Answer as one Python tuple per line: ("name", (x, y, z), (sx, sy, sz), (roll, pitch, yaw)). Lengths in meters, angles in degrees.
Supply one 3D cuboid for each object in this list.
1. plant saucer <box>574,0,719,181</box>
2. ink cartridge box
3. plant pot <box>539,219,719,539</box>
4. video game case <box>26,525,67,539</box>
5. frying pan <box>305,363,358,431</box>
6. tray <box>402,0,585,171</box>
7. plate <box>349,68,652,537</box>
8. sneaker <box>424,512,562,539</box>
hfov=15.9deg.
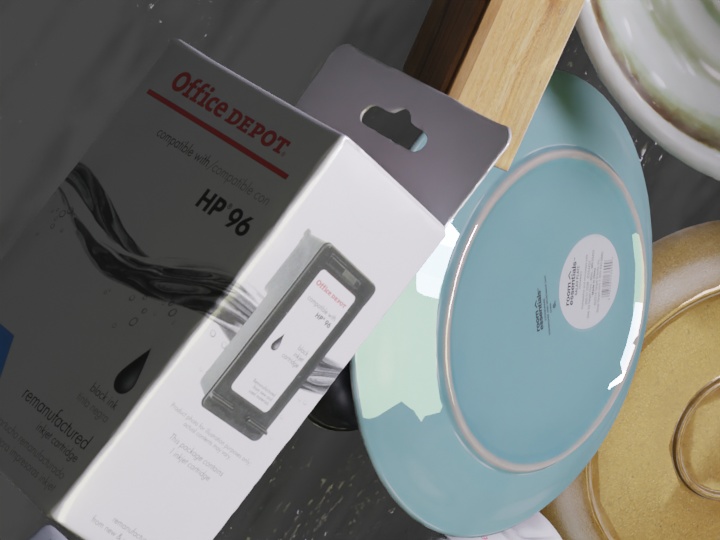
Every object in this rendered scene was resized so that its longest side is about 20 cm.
("plant saucer", (0.178, -0.130, 1.005), (0.050, 0.200, 0.200), (-25, 136, -61))
("ink cartridge box", (-0.053, -0.003, 0.899), (0.200, 0.116, 0.068), (-53, 132, -5))
("plant pot", (0.171, 0.074, 1.202), (0.200, 0.027, 0.200), (-8, 113, -20))
("video game case", (-0.167, 0.219, 1.018), (0.200, 0.022, 0.182), (-39, 139, -19))
("frying pan", (0.013, -0.008, 1.042), (0.115, 0.031, 0.190), (-36, 140, -26))
("tray", (0.073, -0.144, 0.951), (0.037, 0.099, 0.200), (21, 102, -11))
("plate", (0.070, 0.015, 1.069), (0.200, 0.026, 0.200), (-14, 109, -46))
("sneaker", (0.026, 0.201, 1.175), (0.099, 0.078, 0.200), (-3, 109, -38))
